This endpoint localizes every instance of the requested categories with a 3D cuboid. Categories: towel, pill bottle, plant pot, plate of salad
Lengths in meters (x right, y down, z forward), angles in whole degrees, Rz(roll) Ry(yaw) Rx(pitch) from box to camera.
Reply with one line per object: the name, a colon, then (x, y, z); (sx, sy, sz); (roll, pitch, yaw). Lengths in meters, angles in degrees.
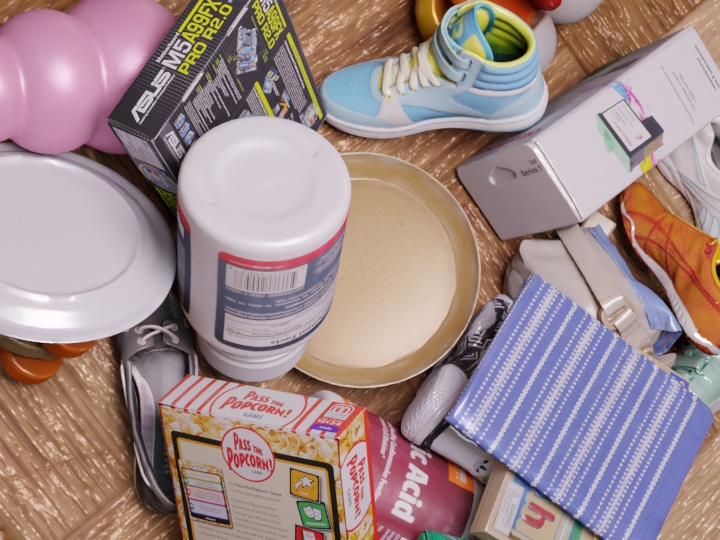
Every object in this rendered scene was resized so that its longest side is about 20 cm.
towel: (0.174, 0.114, 0.979); (0.200, 0.024, 0.145); (38, 67, -11)
pill bottle: (0.027, 0.191, 1.035); (0.200, 0.114, 0.114); (30, 74, -17)
plant pot: (0.000, 0.000, 1.064); (0.200, 0.027, 0.201); (1, 78, -4)
pill bottle: (-0.075, -0.006, 0.937); (0.119, 0.200, 0.120); (4, 55, -6)
plate of salad: (-0.233, -0.018, 0.919); (0.200, 0.048, 0.200); (15, 41, -13)

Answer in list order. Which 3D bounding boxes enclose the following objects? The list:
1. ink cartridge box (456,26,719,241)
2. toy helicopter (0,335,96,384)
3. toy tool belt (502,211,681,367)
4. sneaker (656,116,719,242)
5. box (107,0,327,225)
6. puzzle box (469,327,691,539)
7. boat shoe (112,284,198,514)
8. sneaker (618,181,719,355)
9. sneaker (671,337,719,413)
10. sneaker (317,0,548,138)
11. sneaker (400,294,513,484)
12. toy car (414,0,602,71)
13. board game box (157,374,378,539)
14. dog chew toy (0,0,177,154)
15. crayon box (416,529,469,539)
ink cartridge box: (0.205, -0.118, 1.123); (0.200, 0.145, 0.084); (-36, 98, -22)
toy helicopter: (-0.284, -0.008, 0.946); (0.200, 0.079, 0.132); (25, 53, -29)
toy tool belt: (0.226, 0.042, 1.115); (0.123, 0.125, 0.200); (-26, 70, -24)
sneaker: (0.357, -0.065, 1.217); (0.070, 0.080, 0.200); (-41, 101, -22)
box: (-0.102, -0.118, 0.978); (0.044, 0.200, 0.160); (24, 73, 21)
puzzle box: (0.177, 0.145, 0.997); (0.133, 0.025, 0.200); (31, 67, -17)
boat shoe: (-0.155, 0.092, 1.002); (0.067, 0.057, 0.200); (-5, 86, -22)
sneaker: (0.298, -0.012, 1.149); (0.077, 0.200, 0.073); (-39, 141, 17)
sneaker: (0.298, 0.078, 1.178); (0.200, 0.074, 0.118); (-20, 99, -32)
sneaker: (0.055, -0.172, 1.047); (0.200, 0.131, 0.080); (-3, 66, 5)
sneaker: (0.116, 0.107, 1.063); (0.115, 0.075, 0.200); (40, 37, 0)
toy car: (0.139, -0.274, 1.110); (0.175, 0.150, 0.200); (45, 70, -12)
board game box: (-0.063, 0.185, 0.942); (0.046, 0.151, 0.200); (-43, 135, -53)
dog chew toy: (-0.224, -0.143, 0.950); (0.200, 0.124, 0.125); (-13, 89, -36)
crayon box: (0.063, 0.304, 1.007); (0.119, 0.058, 0.200); (17, 119, -20)
